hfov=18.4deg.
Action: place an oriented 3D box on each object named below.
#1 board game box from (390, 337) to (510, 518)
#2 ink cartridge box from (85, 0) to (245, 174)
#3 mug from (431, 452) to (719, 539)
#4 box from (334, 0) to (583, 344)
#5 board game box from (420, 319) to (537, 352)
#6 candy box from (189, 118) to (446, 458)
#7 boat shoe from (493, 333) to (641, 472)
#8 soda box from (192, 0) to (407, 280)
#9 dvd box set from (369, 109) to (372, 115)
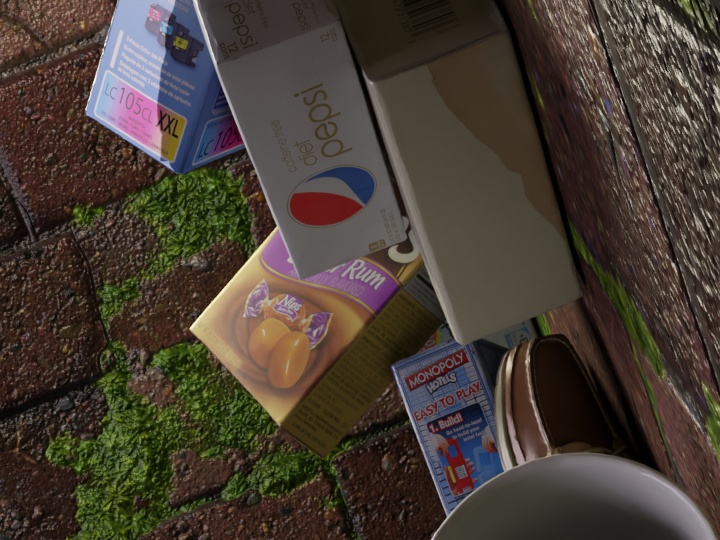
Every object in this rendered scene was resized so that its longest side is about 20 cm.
[{"bbox_3d":[0.104,0.118,1.353,0.201,0.061,0.200,63,-152,-7],"label":"board game box"},{"bbox_3d":[-0.063,-0.168,1.219,0.136,0.076,0.201,-30,-36,-56],"label":"ink cartridge box"},{"bbox_3d":[0.134,0.201,1.026,0.200,0.148,0.176,31,163,34],"label":"mug"},{"bbox_3d":[0.053,-0.066,1.201,0.095,0.077,0.201,-111,0,-46],"label":"box"},{"bbox_3d":[0.070,0.013,1.814,0.200,0.103,0.105,-110,-1,-78],"label":"board game box"},{"bbox_3d":[0.000,0.000,1.360,0.117,0.200,0.056,42,-179,44],"label":"candy box"},{"bbox_3d":[0.138,0.131,1.254,0.074,0.075,0.201,-27,77,49],"label":"boat shoe"},{"bbox_3d":[-0.030,-0.081,1.174,0.200,0.068,0.064,71,179,-56],"label":"soda box"},{"bbox_3d":[-0.009,-0.138,1.321,0.146,0.029,0.201,-114,40,-67],"label":"dvd box set"}]
